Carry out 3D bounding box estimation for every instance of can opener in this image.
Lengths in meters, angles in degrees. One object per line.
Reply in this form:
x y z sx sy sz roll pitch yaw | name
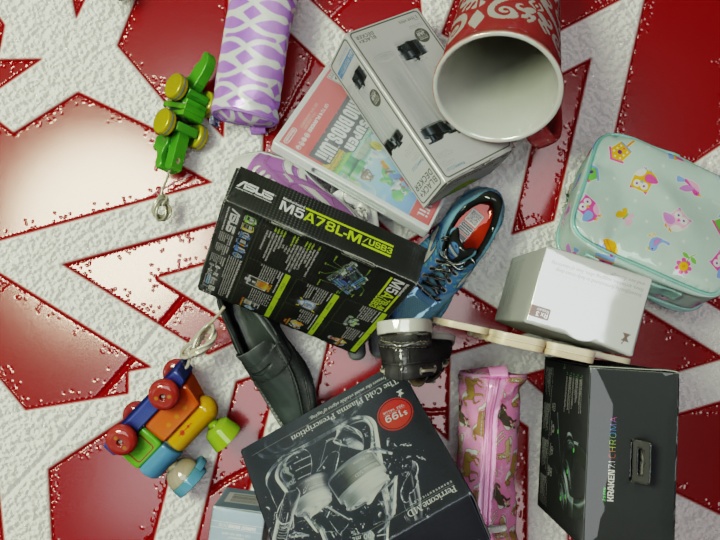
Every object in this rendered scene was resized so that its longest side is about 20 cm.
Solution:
0.000 0.000 0.936 0.052 0.066 0.203 -7 94 -4 | can opener

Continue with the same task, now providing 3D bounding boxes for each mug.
0.159 -0.242 0.895 0.131 0.179 0.202 3 50 14 | mug

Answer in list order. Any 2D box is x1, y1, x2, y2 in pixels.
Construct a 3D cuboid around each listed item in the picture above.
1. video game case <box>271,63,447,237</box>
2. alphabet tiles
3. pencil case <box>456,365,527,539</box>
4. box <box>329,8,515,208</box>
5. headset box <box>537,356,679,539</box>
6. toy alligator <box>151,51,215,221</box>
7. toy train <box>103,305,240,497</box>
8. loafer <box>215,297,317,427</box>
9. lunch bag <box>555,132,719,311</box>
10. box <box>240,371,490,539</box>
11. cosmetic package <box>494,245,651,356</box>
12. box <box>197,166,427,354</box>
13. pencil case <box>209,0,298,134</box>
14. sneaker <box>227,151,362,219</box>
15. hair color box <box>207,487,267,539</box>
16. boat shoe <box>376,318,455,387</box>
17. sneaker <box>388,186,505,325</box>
0.016 -0.141 0.931 0.198 0.017 0.144 30 58 1 | video game case
0.173 0.076 0.858 0.193 0.200 0.015 12 88 -1 | alphabet tiles
0.141 0.206 0.903 0.082 0.086 0.203 8 83 -36 | pencil case
0.067 -0.183 0.911 0.116 0.060 0.201 -29 80 -31 | box
0.255 0.184 0.853 0.091 0.200 0.177 3 85 0 | headset box
-0.217 -0.157 0.945 0.054 0.059 0.203 15 86 42 | toy alligator
-0.177 0.150 0.899 0.116 0.085 0.200 43 98 -9 | toy train
-0.110 0.094 0.911 0.068 0.070 0.203 -27 84 31 | loafer
0.321 -0.051 0.917 0.198 0.077 0.162 23 73 2 | lunch bag
0.002 0.231 0.848 0.198 0.105 0.183 -29 45 -3 | box
0.216 0.033 0.861 0.111 0.200 0.082 17 86 0 | cosmetic package
-0.057 0.000 0.809 0.191 0.200 0.048 21 61 -8 | box
-0.115 -0.259 0.933 0.083 0.085 0.203 10 88 24 | pencil case
-0.094 -0.081 0.878 0.199 0.114 0.074 30 106 30 | sneaker
-0.141 0.351 0.886 0.060 0.099 0.203 7 86 -1 | hair color box
0.059 0.090 0.842 0.073 0.200 0.061 -3 79 10 | boat shoe
0.094 -0.015 0.918 0.078 0.090 0.201 33 88 2 | sneaker
